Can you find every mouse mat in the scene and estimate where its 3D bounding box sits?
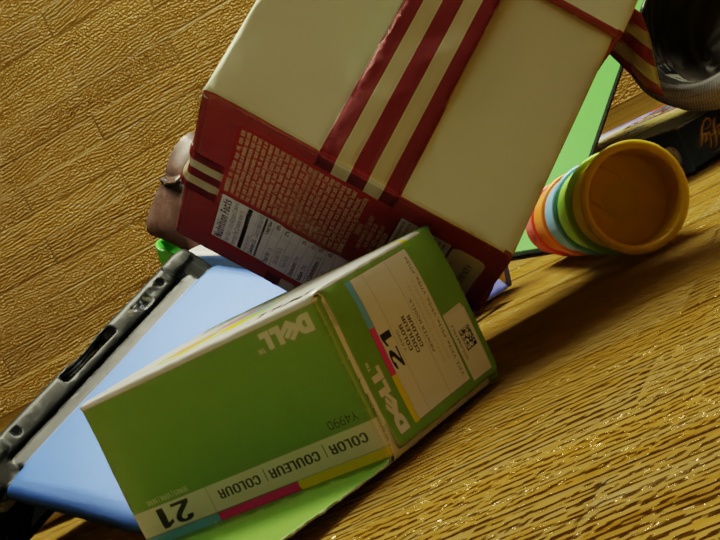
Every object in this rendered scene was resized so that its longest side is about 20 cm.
[{"bbox_3d":[0.153,-0.105,1.124,0.161,0.007,0.202,170,119,-79],"label":"mouse mat"}]

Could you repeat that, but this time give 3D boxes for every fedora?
[{"bbox_3d":[0.271,-0.209,1.104,0.089,0.177,0.202,0,-58,-38],"label":"fedora"}]

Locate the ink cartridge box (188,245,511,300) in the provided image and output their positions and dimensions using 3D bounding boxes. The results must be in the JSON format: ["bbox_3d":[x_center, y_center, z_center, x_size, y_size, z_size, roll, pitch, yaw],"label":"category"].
[{"bbox_3d":[0.000,0.000,0.978,0.136,0.077,0.199,-28,17,-39],"label":"ink cartridge box"}]

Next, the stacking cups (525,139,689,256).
[{"bbox_3d":[0.137,-0.038,0.899,0.060,0.061,0.200,-27,2,-3],"label":"stacking cups"}]

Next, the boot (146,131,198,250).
[{"bbox_3d":[-0.114,-0.013,1.270,0.165,0.202,0.072,13,-12,39],"label":"boot"}]

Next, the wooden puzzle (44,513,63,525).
[{"bbox_3d":[-0.113,0.095,1.026,0.199,0.038,0.185,-25,3,32],"label":"wooden puzzle"}]

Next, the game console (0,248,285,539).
[{"bbox_3d":[-0.113,0.092,0.862,0.200,0.118,0.172,-49,-14,-41],"label":"game console"}]

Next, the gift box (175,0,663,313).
[{"bbox_3d":[0.033,-0.079,0.778,0.188,0.198,0.185,-63,5,-24],"label":"gift box"}]

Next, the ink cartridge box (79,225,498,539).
[{"bbox_3d":[-0.054,0.065,0.630,0.147,0.077,0.199,-25,2,34],"label":"ink cartridge box"}]

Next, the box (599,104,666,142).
[{"bbox_3d":[0.198,-0.087,1.351,0.136,0.039,0.199,-31,4,-39],"label":"box"}]

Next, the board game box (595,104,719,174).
[{"bbox_3d":[0.267,-0.117,1.192,0.199,0.035,0.135,-29,8,-31],"label":"board game box"}]

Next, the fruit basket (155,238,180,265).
[{"bbox_3d":[-0.065,-0.039,1.364,0.154,0.218,0.215,21,30,27],"label":"fruit basket"}]
